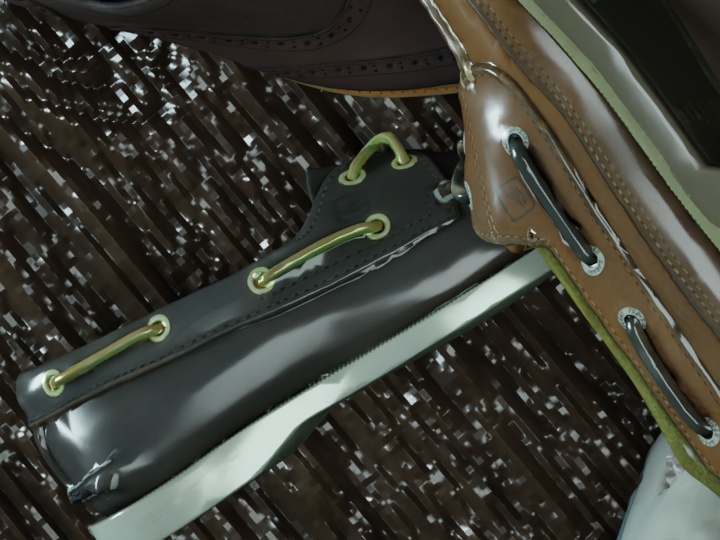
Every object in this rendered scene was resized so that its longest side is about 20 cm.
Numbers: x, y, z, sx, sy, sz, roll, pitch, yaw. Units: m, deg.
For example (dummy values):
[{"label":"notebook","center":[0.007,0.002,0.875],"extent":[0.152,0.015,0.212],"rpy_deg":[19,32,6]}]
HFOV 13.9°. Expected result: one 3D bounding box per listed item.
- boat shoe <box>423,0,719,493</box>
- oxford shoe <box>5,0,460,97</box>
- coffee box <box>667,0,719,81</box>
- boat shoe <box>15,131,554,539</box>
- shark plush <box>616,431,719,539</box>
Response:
[{"label":"boat shoe","center":[0.051,-0.031,0.714],"extent":[0.068,0.072,0.200],"rpy_deg":[-46,70,24]},{"label":"oxford shoe","center":[-0.023,-0.081,0.783],"extent":[0.199,0.073,0.072],"rpy_deg":[6,99,4]},{"label":"coffee box","center":[0.160,-0.080,0.701],"extent":[0.114,0.200,0.080],"rpy_deg":[41,68,-1]},{"label":"boat shoe","center":[0.000,0.000,0.794],"extent":[0.201,0.072,0.061],"rpy_deg":[-35,88,4]},{"label":"shark plush","center":[0.090,0.137,0.804],"extent":[0.090,0.083,0.201],"rpy_deg":[-7,120,-4]}]
